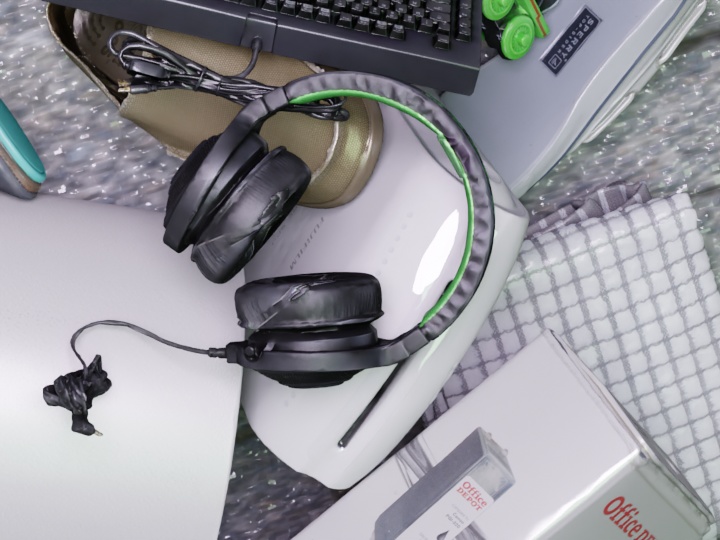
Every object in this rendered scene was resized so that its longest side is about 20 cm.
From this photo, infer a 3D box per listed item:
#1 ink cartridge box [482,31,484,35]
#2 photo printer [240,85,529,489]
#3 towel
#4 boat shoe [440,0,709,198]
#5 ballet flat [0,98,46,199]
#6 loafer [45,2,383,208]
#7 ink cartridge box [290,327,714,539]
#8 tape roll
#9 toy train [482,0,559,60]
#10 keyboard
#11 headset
[{"bbox_3d":[0.082,-0.205,1.102,0.199,0.042,0.120,-35,108,-3],"label":"ink cartridge box"},{"bbox_3d":[0.000,0.000,1.041,0.069,0.200,0.167,28,105,-23],"label":"photo printer"},{"bbox_3d":[0.112,0.065,1.152,0.165,0.086,0.201,-22,108,-4],"label":"towel"},{"bbox_3d":[0.107,-0.092,1.118,0.200,0.074,0.065,-43,149,20],"label":"boat shoe"},{"bbox_3d":[-0.216,-0.104,1.021,0.073,0.073,0.201,-30,76,-3],"label":"ballet flat"},{"bbox_3d":[-0.075,-0.085,1.022,0.067,0.199,0.077,1,111,-52],"label":"loafer"},{"bbox_3d":[0.056,0.136,1.039,0.200,0.085,0.146,-38,151,5],"label":"ink cartridge box"},{"bbox_3d":[-0.141,0.066,1.037,0.138,0.203,0.204,9,102,-13],"label":"tape roll"},{"bbox_3d":[0.047,-0.178,1.028,0.056,0.042,0.200,-50,137,-16],"label":"toy train"},{"bbox_3d":[-0.043,-0.113,0.975,0.198,0.128,0.021,11,136,-5],"label":"keyboard"},{"bbox_3d":[-0.040,0.000,0.908,0.199,0.094,0.124,-31,91,9],"label":"headset"}]
